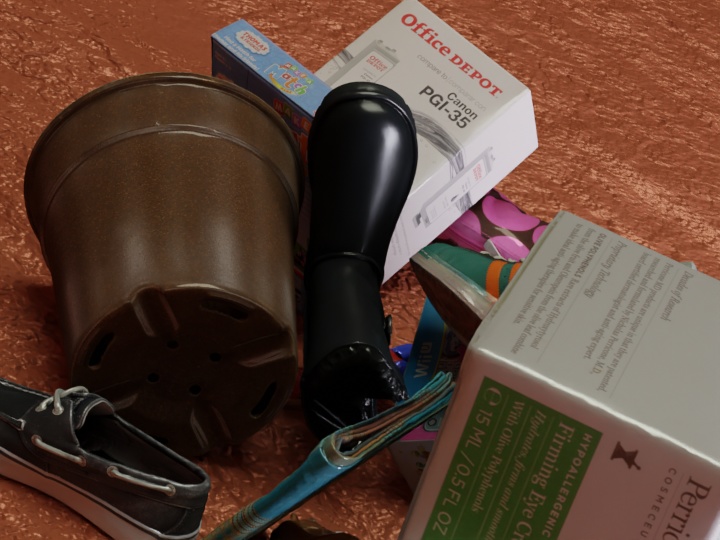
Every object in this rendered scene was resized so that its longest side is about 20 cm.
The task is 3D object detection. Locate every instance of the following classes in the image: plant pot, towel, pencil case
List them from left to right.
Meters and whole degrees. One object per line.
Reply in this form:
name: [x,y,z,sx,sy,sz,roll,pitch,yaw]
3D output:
plant pot: [-0.126,0.004,1.593,0.199,0.201,0.199,11,37,-17]
towel: [-0.040,0.131,1.424,0.022,0.200,0.146,57,36,6]
pencil case: [0.078,-0.041,1.899,0.199,0.091,0.093,32,29,24]

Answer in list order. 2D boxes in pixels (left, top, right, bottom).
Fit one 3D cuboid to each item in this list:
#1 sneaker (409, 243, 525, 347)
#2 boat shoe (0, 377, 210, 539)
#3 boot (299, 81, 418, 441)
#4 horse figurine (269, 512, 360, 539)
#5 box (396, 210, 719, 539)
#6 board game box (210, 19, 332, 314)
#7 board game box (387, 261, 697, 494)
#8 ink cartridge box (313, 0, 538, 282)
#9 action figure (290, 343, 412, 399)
sneaker: [0.118,0.025,1.570,0.080,0.072,0.200,-41,47,-17]
boat shoe: [-0.182,0.106,1.493,0.199,0.068,0.072,31,30,18]
boot: [0.000,0.000,1.572,0.076,0.201,0.169,4,41,-8]
horse figurine: [-0.019,0.210,1.436,0.132,0.050,0.200,14,33,14]
box: [0.136,0.114,1.387,0.170,0.200,0.200,25,31,9]
board game box: [-0.052,-0.064,1.734,0.036,0.201,0.151,-31,55,-29]
board game box: [0.131,0.075,1.610,0.199,0.064,0.148,-6,46,25]
ink cartridge box: [0.019,-0.099,1.845,0.200,0.083,0.146,-41,61,-16]
action figure: [0.028,0.073,1.710,0.199,0.052,0.065,-3,32,-38]
